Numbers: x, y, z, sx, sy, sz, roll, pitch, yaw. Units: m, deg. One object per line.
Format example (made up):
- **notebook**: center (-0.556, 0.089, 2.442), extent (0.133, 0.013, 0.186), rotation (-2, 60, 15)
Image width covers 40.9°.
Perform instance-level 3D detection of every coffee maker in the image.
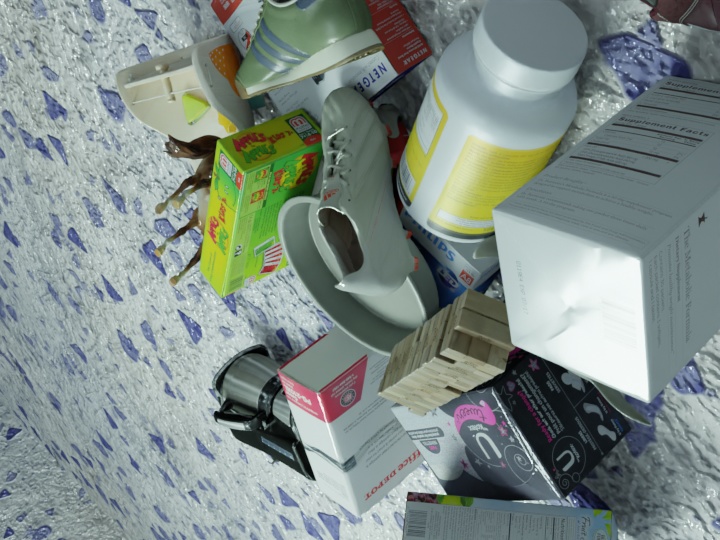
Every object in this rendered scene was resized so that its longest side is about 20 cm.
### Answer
- **coffee maker**: center (-0.092, 0.213, 1.386), extent (0.199, 0.135, 0.192), rotation (16, 157, 48)

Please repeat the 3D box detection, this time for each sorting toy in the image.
- **sorting toy**: center (-0.160, -0.161, 1.076), extent (0.199, 0.107, 0.181), rotation (4, 118, 53)

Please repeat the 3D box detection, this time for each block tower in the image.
- **block tower**: center (0.074, 0.079, 0.870), extent (0.058, 0.054, 0.200), rotation (23, 155, -8)

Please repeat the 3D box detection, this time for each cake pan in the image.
- **cake pan**: center (0.000, 0.000, 0.965), extent (0.200, 0.037, 0.201), rotation (35, 150, 23)

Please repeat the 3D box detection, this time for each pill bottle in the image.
- **pill bottle**: center (0.103, -0.118, 0.763), extent (0.112, 0.112, 0.200), rotation (45, 149, 14)

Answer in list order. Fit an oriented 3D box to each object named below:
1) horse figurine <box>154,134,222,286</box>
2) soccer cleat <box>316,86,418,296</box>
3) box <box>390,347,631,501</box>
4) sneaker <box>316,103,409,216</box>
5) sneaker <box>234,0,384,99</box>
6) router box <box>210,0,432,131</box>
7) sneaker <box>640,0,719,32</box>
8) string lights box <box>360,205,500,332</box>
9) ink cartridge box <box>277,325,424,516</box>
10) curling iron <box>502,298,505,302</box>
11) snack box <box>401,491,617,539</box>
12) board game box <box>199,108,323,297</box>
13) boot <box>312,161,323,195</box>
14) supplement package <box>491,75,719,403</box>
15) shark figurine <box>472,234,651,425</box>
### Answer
- **horse figurine**: center (-0.165, -0.075, 1.023), extent (0.050, 0.133, 0.201), rotation (30, 142, 14)
- **soccer cleat**: center (-0.008, -0.074, 0.843), extent (0.069, 0.077, 0.201), rotation (-39, 60, 51)
- **box**: center (0.143, 0.149, 0.976), extent (0.133, 0.115, 0.200), rotation (56, 150, -5)
- **sneaker**: center (0.008, -0.071, 0.959), extent (0.200, 0.077, 0.085), rotation (104, 146, -54)
- **sneaker**: center (-0.058, -0.213, 0.849), extent (0.200, 0.067, 0.090), rotation (-3, 111, 55)
- **router box**: center (-0.044, -0.231, 0.916), extent (0.180, 0.049, 0.200), rotation (56, 150, -4)
- **sneaker**: center (0.181, -0.232, 0.576), extent (0.115, 0.076, 0.201), rotation (20, 137, 48)
- **string lights box**: center (0.073, 0.005, 0.982), extent (0.103, 0.059, 0.200), rotation (45, 149, 14)
- **ink cartridge box**: center (0.001, 0.170, 1.166), extent (0.084, 0.144, 0.201), rotation (22, 137, 44)
- **curling iron**: center (0.161, 0.031, 0.918), extent (0.050, 0.025, 0.200), rotation (54, 151, 5)
- **snack box**: center (0.157, 0.274, 0.979), extent (0.199, 0.068, 0.169), rotation (0, 160, 18)
- **board game box**: center (-0.105, -0.066, 1.000), extent (0.048, 0.101, 0.200), rotation (48, 146, 22)
- **boot**: center (-0.062, -0.052, 1.117), extent (0.090, 0.072, 0.201), rotation (16, 125, 56)
- **supplement package**: center (0.196, -0.030, 0.633), extent (0.109, 0.200, 0.114), rotation (23, 139, 42)
- **shark figurine**: center (0.170, 0.038, 0.799), extent (0.090, 0.127, 0.216), rotation (-91, -13, -65)
